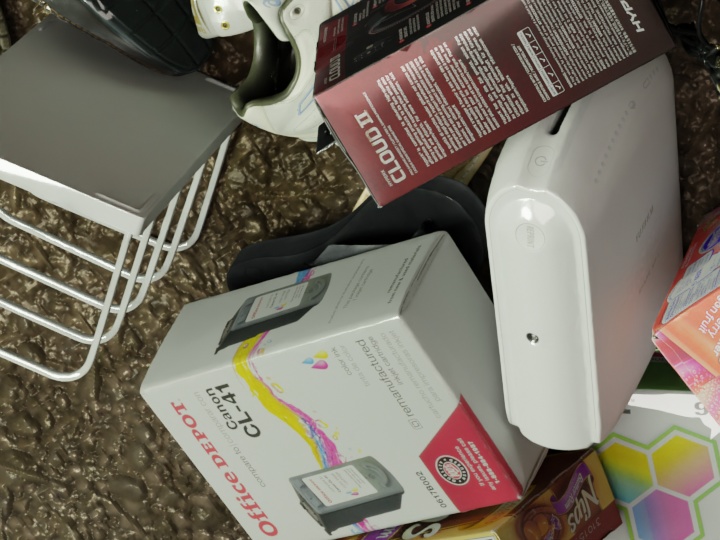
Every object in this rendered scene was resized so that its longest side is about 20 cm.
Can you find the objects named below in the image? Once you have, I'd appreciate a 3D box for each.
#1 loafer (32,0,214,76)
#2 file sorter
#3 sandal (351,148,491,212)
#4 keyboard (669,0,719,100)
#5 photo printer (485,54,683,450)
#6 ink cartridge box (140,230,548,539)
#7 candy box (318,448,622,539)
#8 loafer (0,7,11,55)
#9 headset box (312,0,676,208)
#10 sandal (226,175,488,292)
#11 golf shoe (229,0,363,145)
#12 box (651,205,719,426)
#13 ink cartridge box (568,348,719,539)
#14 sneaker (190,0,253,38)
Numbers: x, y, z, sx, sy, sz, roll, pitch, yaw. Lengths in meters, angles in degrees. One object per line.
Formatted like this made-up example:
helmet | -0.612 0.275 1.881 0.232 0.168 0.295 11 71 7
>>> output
loafer | -0.175 -0.186 1.656 0.200 0.073 0.072 43 146 -9
file sorter | -0.172 -0.045 1.630 0.138 0.200 0.125 23 119 6
sandal | 0.035 -0.069 1.630 0.077 0.070 0.212 25 114 6
keyboard | 0.193 -0.167 1.486 0.021 0.200 0.128 2 111 -12
photo printer | 0.128 -0.025 1.537 0.069 0.167 0.200 11 133 22
ink cartridge box | -0.006 0.076 1.617 0.200 0.086 0.148 -18 119 34
candy box | 0.044 0.165 1.656 0.200 0.117 0.057 -11 104 40
loafer | -0.285 -0.177 1.683 0.068 0.076 0.200 -5 119 52
headset box | 0.060 -0.122 1.473 0.200 0.149 0.075 -29 107 10
sandal | 0.000 0.001 1.640 0.200 0.043 0.076 -23 118 40
golf shoe | -0.017 -0.166 1.561 0.078 0.097 0.201 32 116 48
box | 0.241 0.011 1.530 0.102 0.200 0.095 -35 98 23
ink cartridge box | 0.181 0.105 1.659 0.103 0.059 0.201 2 110 16
sneaker | -0.108 -0.189 1.606 0.199 0.074 0.116 1 112 -3
